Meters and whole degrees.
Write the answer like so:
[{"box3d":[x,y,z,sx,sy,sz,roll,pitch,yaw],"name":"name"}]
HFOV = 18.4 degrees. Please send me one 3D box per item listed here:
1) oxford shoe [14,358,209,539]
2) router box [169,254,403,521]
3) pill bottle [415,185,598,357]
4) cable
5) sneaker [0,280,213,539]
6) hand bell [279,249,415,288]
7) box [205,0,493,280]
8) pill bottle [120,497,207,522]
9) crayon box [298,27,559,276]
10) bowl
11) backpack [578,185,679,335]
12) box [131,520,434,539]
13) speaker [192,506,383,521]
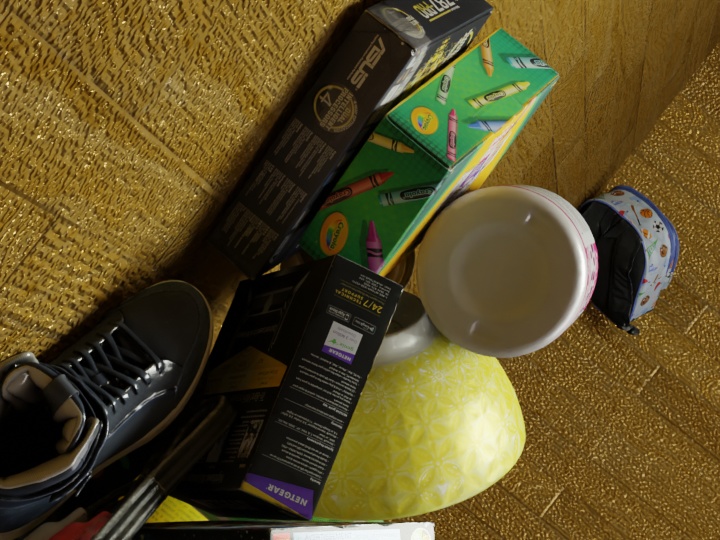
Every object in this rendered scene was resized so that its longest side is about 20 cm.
[{"box3d":[-0.175,0.114,1.465,0.200,0.073,0.084,-53,-162,-17],"name":"oxford shoe"},{"box3d":[-0.056,0.078,1.426,0.157,0.052,0.200,-68,-163,-12],"name":"router box"},{"box3d":[0.106,-0.003,1.540,0.113,0.113,0.200,-53,175,8],"name":"pill bottle"},{"box3d":[-0.142,0.132,1.315,0.200,0.050,0.097,-49,-172,-28],"name":"cable"},{"box3d":[-0.152,0.066,1.287,0.202,0.077,0.146,-47,173,-22],"name":"sneaker"},{"box3d":[-0.052,0.019,1.686,0.104,0.104,0.200,-45,-178,-40],"name":"hand bell"},{"box3d":[-0.005,-0.098,1.477,0.200,0.049,0.161,-54,170,25],"name":"box"},{"box3d":[-0.152,0.207,1.766,0.200,0.109,0.109,-49,171,-15],"name":"pill bottle"},{"box3d":[0.048,-0.076,1.487,0.119,0.058,0.200,-55,173,34],"name":"crayon box"},{"box3d":[0.011,0.077,1.548,0.200,0.200,0.108,-42,131,-50],"name":"bowl"},{"box3d":[0.414,-0.033,3.508,0.154,0.200,0.191,-34,152,-32],"name":"backpack"},{"box3d":[-0.072,0.174,1.370,0.137,0.038,0.200,3,173,-45],"name":"box"},{"box3d":[-0.078,0.155,1.632,0.088,0.200,0.088,-50,171,-10],"name":"speaker"}]
